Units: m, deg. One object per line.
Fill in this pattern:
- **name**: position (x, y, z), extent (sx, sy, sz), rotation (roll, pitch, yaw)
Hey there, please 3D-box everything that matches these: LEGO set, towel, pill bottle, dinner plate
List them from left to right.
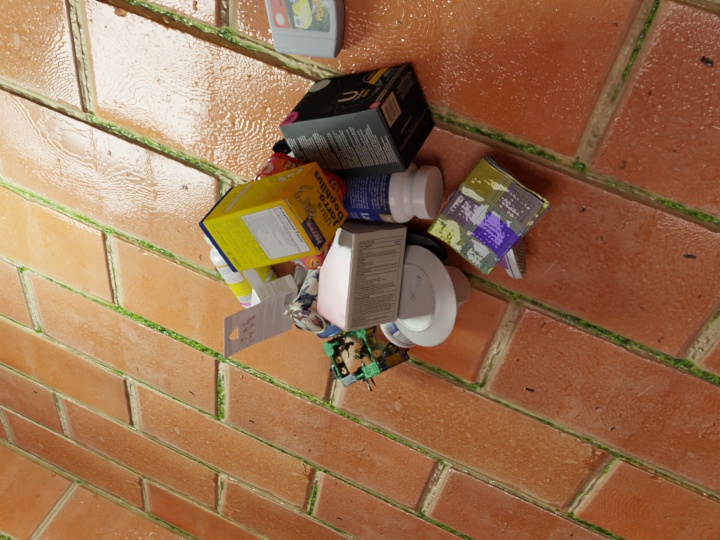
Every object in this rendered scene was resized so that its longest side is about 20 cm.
- **pill bottle**: position (-0.267, -0.017, 1.753), extent (0.104, 0.104, 0.200), rotation (-6, 126, 35)
- **LEGO set**: position (0.020, 0.183, 1.801), extent (0.200, 0.116, 0.154), rotation (-45, 71, 45)
- **pill bottle**: position (0.043, -0.147, 1.428), extent (0.200, 0.116, 0.116), rotation (6, 133, 27)
- **dinner plate**: position (0.107, 0.051, 1.511), extent (0.200, 0.024, 0.201), rotation (17, 112, 47)
- **pill bottle**: position (0.133, 0.071, 1.592), extent (0.111, 0.111, 0.200), rotation (39, 138, -8)
- **towel**: position (0.219, -0.093, 1.355), extent (0.144, 0.023, 0.200), rotation (39, 129, 1)

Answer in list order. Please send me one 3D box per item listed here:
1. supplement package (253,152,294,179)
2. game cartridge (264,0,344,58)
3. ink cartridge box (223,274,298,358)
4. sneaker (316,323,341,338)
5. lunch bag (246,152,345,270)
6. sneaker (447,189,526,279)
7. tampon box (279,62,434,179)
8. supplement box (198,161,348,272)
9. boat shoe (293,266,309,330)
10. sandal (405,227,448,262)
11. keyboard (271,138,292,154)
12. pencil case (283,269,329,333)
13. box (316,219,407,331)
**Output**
- **supplement package**: position (-0.158, -0.126, 1.514), extent (0.109, 0.114, 0.200), rotation (39, 134, -26)
- **game cartridge**: position (-0.093, -0.445, 1.280), extent (0.133, 0.041, 0.200), rotation (8, 134, 19)
- **ink cartridge box**: position (-0.230, 0.103, 1.732), extent (0.045, 0.176, 0.200), rotation (58, 156, 23)
- **sneaker**: position (-0.047, 0.083, 1.746), extent (0.082, 0.074, 0.200), rotation (42, 131, -9)
- **lunch bag**: position (-0.126, -0.104, 1.374), extent (0.176, 0.082, 0.200), rotation (22, 139, 4)
- **sneaker**: position (0.225, -0.067, 1.427), extent (0.114, 0.073, 0.201), rotation (-16, 110, 32)
- **tampon box**: position (-0.005, -0.248, 1.330), extent (0.200, 0.150, 0.126), rotation (-2, 130, 33)
- **supplement box**: position (-0.142, -0.083, 1.268), extent (0.200, 0.110, 0.109), rotation (-10, 124, 37)
- **boat shoe**: position (-0.126, 0.054, 1.770), extent (0.072, 0.060, 0.200), rotation (20, 138, 13)
- **sandal**: position (0.093, -0.056, 1.551), extent (0.200, 0.045, 0.075), rotation (10, 131, 44)
- **keyboard**: position (-0.108, -0.189, 1.545), extent (0.104, 0.040, 0.200), rotation (-7, 134, 25)
- **pencil case**: position (-0.082, 0.026, 1.621), extent (0.089, 0.200, 0.078), rotation (31, 148, -18)
- **box**: position (0.000, 0.000, 1.510), extent (0.109, 0.128, 0.200), rotation (29, 120, 49)
